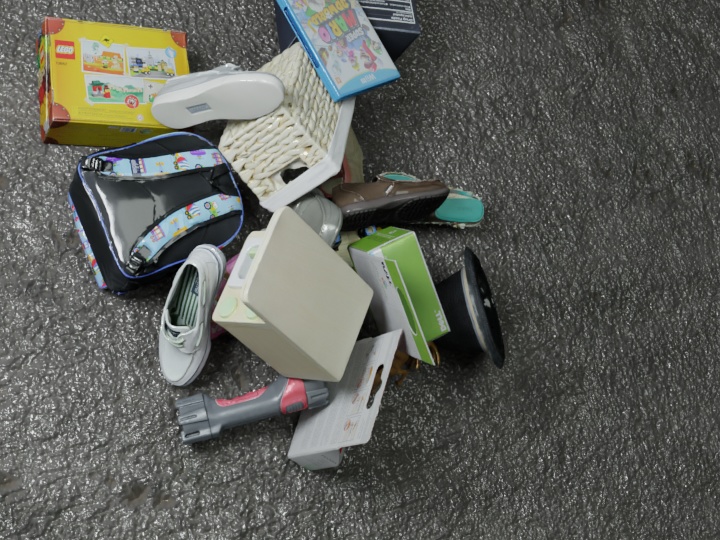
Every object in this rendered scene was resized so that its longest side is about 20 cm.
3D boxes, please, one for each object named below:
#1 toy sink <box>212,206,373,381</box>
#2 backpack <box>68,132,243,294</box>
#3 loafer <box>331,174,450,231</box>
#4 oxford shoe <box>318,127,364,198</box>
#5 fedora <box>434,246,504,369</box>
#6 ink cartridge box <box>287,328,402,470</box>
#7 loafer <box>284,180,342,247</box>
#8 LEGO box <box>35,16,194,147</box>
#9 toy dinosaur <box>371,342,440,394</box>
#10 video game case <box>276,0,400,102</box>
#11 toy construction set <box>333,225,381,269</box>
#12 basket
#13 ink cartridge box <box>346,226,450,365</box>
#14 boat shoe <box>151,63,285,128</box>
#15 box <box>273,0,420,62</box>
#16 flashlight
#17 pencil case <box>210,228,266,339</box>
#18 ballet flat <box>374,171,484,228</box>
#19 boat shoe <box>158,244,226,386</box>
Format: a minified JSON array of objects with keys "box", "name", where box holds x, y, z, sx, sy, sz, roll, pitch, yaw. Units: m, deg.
[{"box":[-0.096,0.029,1.308,0.200,0.111,0.132,44,58,-41],"name":"toy sink"},{"box":[-0.264,-0.081,1.402,0.198,0.134,0.185,-22,83,-31],"name":"backpack"},{"box":[0.043,-0.112,1.545,0.197,0.073,0.072,-9,64,-33],"name":"loafer"},{"box":[-0.038,-0.197,1.614,0.074,0.070,0.204,15,62,-51],"name":"oxford shoe"},{"box":[0.148,0.065,1.565,0.090,0.200,0.204,-17,78,12],"name":"fedora"},{"box":[-0.009,0.173,1.409,0.050,0.199,0.163,32,61,-26],"name":"ink cartridge box"},{"box":[-0.074,-0.078,1.482,0.069,0.200,0.071,21,100,-21],"name":"loafer"},{"box":[-0.334,-0.252,1.458,0.197,0.077,0.152,1,72,-27],"name":"LEGO box"},{"box":[0.067,0.101,1.524,0.106,0.060,0.203,30,84,-43],"name":"toy dinosaur"},{"box":[-0.037,-0.345,1.522,0.142,0.018,0.202,-27,87,-45],"name":"video game case"},{"box":[0.000,0.000,1.546,0.198,0.092,0.134,-7,76,-41],"name":"toy construction set"},{"box":[-0.100,-0.204,1.480,0.123,0.134,0.202,46,31,-27],"name":"basket"},{"box":[0.065,0.030,1.396,0.075,0.200,0.150,-24,103,-14],"name":"ink cartridge box"},{"box":[-0.182,-0.235,1.389,0.072,0.197,0.070,45,46,-43],"name":"boat shoe"},{"box":[-0.030,-0.436,1.655,0.196,0.123,0.202,0,72,-26],"name":"box"},{"box":[-0.142,0.167,1.395,0.196,0.068,0.069,-13,94,-8],"name":"flashlight"},{"box":[-0.161,0.016,1.454,0.199,0.083,0.087,-37,89,-31],"name":"pencil case"},{"box":[0.098,-0.102,1.643,0.197,0.064,0.077,15,84,-22],"name":"ballet flat"},{"box":[-0.227,0.062,1.350,0.072,0.203,0.067,21,23,16],"name":"boat shoe"}]
